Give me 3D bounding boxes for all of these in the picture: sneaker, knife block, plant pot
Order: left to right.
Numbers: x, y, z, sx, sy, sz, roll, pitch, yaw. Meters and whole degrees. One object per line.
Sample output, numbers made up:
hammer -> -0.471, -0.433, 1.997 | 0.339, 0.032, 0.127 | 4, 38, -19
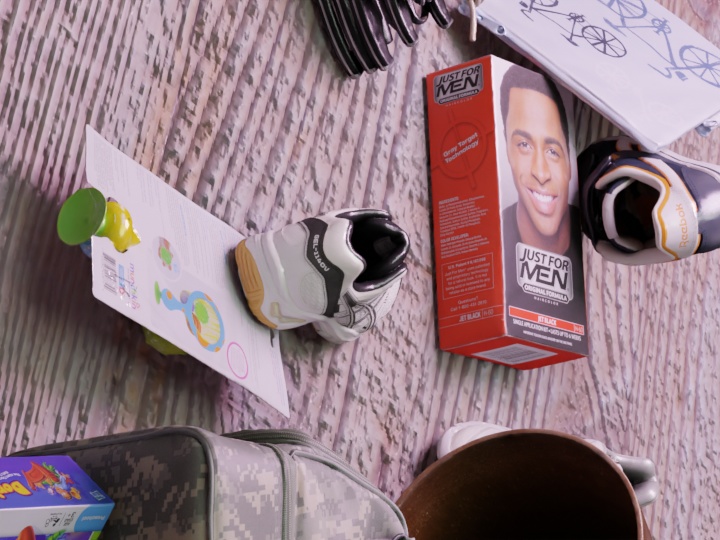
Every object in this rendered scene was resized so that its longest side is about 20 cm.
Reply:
knife block -> -0.020, -0.235, 1.881 | 0.200, 0.176, 0.064 | 33, 34, 18
sneaker -> 0.000, 0.000, 1.773 | 0.200, 0.087, 0.076 | -7, 77, -69
sneaker -> 0.127, 0.139, 1.921 | 0.200, 0.081, 0.075 | 10, 73, -49
plant pot -> 0.128, 0.232, 1.835 | 0.200, 0.186, 0.187 | 53, 41, -48
sneaker -> 0.187, -0.050, 1.989 | 0.079, 0.200, 0.079 | -15, 102, -26

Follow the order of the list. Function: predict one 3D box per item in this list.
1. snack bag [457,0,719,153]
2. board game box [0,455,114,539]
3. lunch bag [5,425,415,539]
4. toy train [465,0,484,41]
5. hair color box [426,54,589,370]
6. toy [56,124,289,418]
snack bag -> 0.185, -0.159, 2.048 | 0.188, 0.021, 0.200 | 39, 33, 13
board game box -> -0.232, 0.162, 1.420 | 0.200, 0.045, 0.135 | 2, 122, -51
lunch bag -> -0.090, 0.162, 1.545 | 0.167, 0.200, 0.140 | 14, 71, -45
toy train -> 0.082, -0.251, 1.997 | 0.116, 0.084, 0.201 | 9, 72, -64
hair color box -> 0.102, -0.039, 1.961 | 0.101, 0.061, 0.201 | 14, 67, -49
toy -> -0.115, 0.008, 1.673 | 0.200, 0.047, 0.115 | 40, 36, -51
